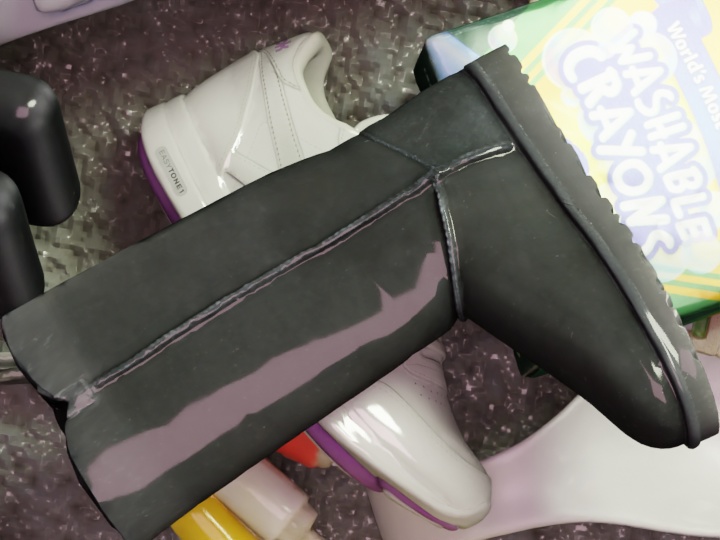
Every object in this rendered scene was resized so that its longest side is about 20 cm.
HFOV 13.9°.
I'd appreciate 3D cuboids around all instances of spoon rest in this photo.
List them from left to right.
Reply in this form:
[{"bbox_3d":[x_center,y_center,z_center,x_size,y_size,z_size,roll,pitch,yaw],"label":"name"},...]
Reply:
[{"bbox_3d":[0.101,0.067,1.116,0.200,0.061,0.100,-20,91,1],"label":"spoon rest"}]

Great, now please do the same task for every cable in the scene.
[{"bbox_3d":[-0.083,0.041,1.115,0.200,0.050,0.097,33,90,-4],"label":"cable"}]

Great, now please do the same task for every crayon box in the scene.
[{"bbox_3d":[0.134,-0.053,1.083,0.200,0.052,0.126,-19,83,-7],"label":"crayon box"}]

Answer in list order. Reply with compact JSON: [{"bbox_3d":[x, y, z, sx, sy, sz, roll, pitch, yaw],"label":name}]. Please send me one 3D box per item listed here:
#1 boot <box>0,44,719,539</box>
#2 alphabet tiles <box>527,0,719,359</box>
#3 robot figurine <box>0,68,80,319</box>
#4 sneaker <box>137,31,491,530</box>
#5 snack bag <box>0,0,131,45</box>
[{"bbox_3d":[-0.001,0.035,1.000,0.200,0.066,0.165,-28,62,-6],"label":"boot"},{"bbox_3d":[0.140,-0.068,1.115,0.167,0.008,0.200,15,80,-1],"label":"alphabet tiles"},{"bbox_3d":[-0.203,-0.041,1.036,0.200,0.150,0.125,10,108,12],"label":"robot figurine"},{"bbox_3d":[0.000,0.000,1.079,0.100,0.075,0.200,-34,74,5],"label":"sneaker"},{"bbox_3d":[-0.134,-0.176,1.049,0.021,0.200,0.189,-19,94,-43],"label":"snack bag"}]
